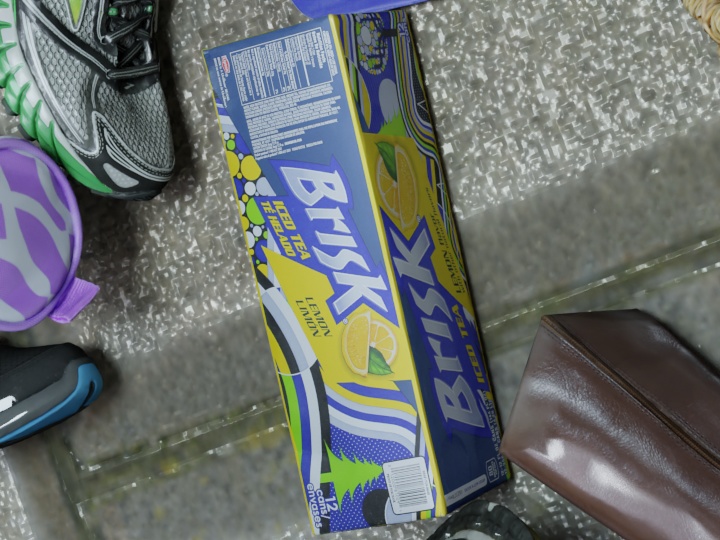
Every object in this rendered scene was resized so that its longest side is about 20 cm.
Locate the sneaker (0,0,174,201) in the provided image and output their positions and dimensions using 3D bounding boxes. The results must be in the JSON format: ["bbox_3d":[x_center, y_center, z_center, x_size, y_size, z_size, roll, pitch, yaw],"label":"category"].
[{"bbox_3d":[-0.113,-0.127,0.870,0.085,0.078,0.201,-14,90,26],"label":"sneaker"}]

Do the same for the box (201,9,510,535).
[{"bbox_3d":[0.000,0.000,0.836,0.064,0.070,0.201,-11,92,28],"label":"box"}]

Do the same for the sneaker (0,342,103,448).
[{"bbox_3d":[-0.209,0.049,0.944,0.199,0.073,0.083,-10,91,26],"label":"sneaker"}]

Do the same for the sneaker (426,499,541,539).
[{"bbox_3d":[0.049,0.150,0.802,0.088,0.200,0.077,34,68,-3],"label":"sneaker"}]

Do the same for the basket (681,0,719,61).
[{"bbox_3d":[0.192,-0.145,0.683,0.149,0.143,0.200,48,114,11],"label":"basket"}]

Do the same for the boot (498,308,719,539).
[{"bbox_3d":[0.113,0.111,0.745,0.200,0.186,0.064,41,135,12],"label":"boot"}]

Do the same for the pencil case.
[{"bbox_3d":[-0.204,-0.018,0.895,0.199,0.084,0.086,7,134,47],"label":"pencil case"}]

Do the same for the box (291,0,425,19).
[{"bbox_3d":[-0.013,-0.204,0.832,0.118,0.041,0.202,-10,90,27],"label":"box"}]
